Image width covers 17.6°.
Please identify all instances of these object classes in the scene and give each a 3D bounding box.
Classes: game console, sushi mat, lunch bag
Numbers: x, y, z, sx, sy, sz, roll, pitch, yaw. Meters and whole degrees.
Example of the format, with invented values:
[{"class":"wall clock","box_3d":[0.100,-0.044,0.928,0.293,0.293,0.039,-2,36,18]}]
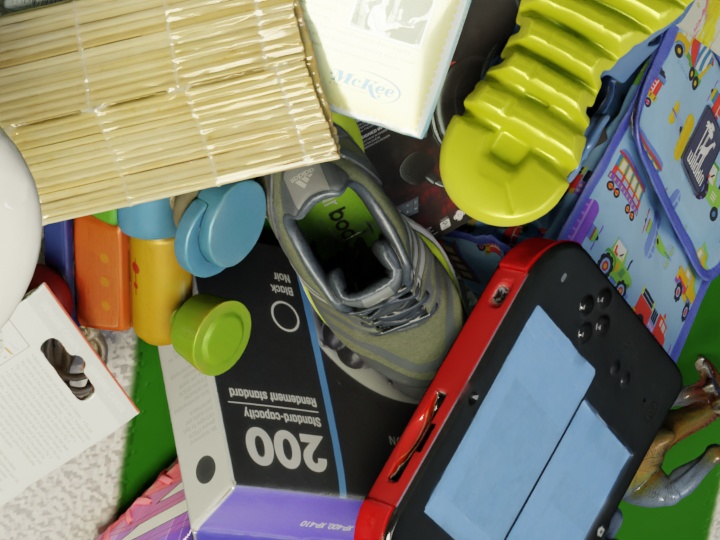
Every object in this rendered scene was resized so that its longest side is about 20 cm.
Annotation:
[{"class":"game console","box_3d":[0.086,0.099,1.187,0.177,0.031,0.200,44,71,-43]},{"class":"sushi mat","box_3d":[-0.115,-0.074,1.031,0.199,0.012,0.096,-12,100,9]},{"class":"lunch bag","box_3d":[0.151,-0.046,1.296,0.200,0.094,0.151,-54,135,-17]}]

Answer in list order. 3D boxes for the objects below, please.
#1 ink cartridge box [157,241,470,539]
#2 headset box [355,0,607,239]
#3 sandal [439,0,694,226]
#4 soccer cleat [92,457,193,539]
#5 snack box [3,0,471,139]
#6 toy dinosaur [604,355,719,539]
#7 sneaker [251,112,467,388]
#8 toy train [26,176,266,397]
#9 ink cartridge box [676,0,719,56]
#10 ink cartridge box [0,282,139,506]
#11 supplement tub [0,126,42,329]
[{"class":"ink cartridge box","box_3d":[-0.009,0.086,1.194,0.198,0.200,0.043,11,148,-40]},{"class":"headset box","box_3d":[0.029,-0.121,1.153,0.148,0.075,0.200,-30,133,-14]},{"class":"sandal","box_3d":[0.104,-0.108,1.121,0.200,0.079,0.087,-54,173,-4]},{"class":"soccer cleat","box_3d":[-0.102,0.137,1.251,0.200,0.073,0.068,-62,160,-7]},{"class":"snack box","box_3d":[-0.048,-0.144,1.033,0.200,0.037,0.116,18,113,-3]},{"class":"toy dinosaur","box_3d":[0.143,0.135,1.374,0.181,0.105,0.200,-26,176,10]},{"class":"sneaker","box_3d":[0.000,0.000,1.117,0.074,0.081,0.200,-31,132,8]},{"class":"toy train","box_3d":[-0.100,0.018,1.117,0.085,0.116,0.200,-30,135,-40]},{"class":"ink cartridge box","box_3d":[0.216,-0.178,1.158,0.083,0.200,0.146,8,115,-39]},{"class":"ink cartridge box","box_3d":[-0.219,0.079,1.116,0.200,0.050,0.109,-33,134,-3]},{"class":"supplement tub","box_3d":[-0.223,-0.050,0.934,0.132,0.200,0.132,-18,128,-24]}]
